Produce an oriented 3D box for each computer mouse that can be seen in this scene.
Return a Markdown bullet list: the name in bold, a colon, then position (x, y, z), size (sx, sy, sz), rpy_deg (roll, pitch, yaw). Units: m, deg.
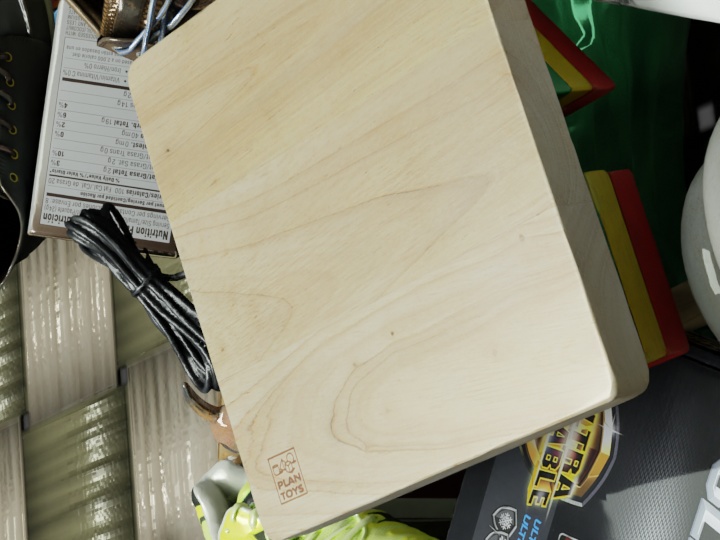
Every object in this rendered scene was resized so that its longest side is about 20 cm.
- **computer mouse**: position (-0.054, -0.021, 1.121), size (0.110, 0.044, 0.200), rpy_deg (54, 136, 3)

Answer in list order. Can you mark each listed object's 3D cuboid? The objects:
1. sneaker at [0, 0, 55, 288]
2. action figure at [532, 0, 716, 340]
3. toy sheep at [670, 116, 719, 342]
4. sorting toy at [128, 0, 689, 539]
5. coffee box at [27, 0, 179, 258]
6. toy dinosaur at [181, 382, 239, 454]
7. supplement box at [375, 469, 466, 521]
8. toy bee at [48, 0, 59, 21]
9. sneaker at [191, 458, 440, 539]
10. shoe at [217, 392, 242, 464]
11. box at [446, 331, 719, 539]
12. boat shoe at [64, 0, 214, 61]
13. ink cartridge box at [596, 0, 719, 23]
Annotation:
- **sneaker**: position (-0.194, -0.091, 1.273), size (0.106, 0.075, 0.200), rpy_deg (-90, -10, -71)
- **action figure**: position (0.113, -0.035, 1.002), size (0.118, 0.055, 0.200), rpy_deg (-33, 59, 48)
- **toy sheep**: position (0.175, -0.021, 0.844), size (0.200, 0.138, 0.138), rpy_deg (-38, 56, 50)
- **sorting toy**: position (0.020, -0.024, 0.920), size (0.200, 0.070, 0.199), rpy_deg (-28, 75, 47)
- **coffee box**: position (-0.112, -0.112, 1.284), size (0.113, 0.080, 0.200), rpy_deg (-67, -14, -84)
- **toy dinosaur**: position (0.000, 0.000, 1.036), size (0.086, 0.136, 0.200), rpy_deg (-61, -18, -78)
- **supplement box**: position (0.011, 0.006, 1.143), size (0.109, 0.061, 0.200), rpy_deg (17, 101, 55)
- **toy bee**: position (-0.167, -0.199, 1.395), size (0.109, 0.131, 0.200), rpy_deg (-42, 37, 15)
- **sneaker**: position (-0.022, 0.125, 1.064), size (0.075, 0.076, 0.200), rpy_deg (-47, 17, -20)
- **shoe**: position (-0.048, 0.001, 1.250), size (0.070, 0.053, 0.200), rpy_deg (93, 175, -73)
- **box**: position (0.119, 0.128, 0.918), size (0.198, 0.050, 0.200), rpy_deg (23, 101, 39)
- **boat shoe**: position (-0.089, -0.119, 1.148), size (0.200, 0.072, 0.072), rpy_deg (31, 112, 31)
- **ink cartridge box**: position (0.132, -0.156, 0.889), size (0.200, 0.146, 0.085), rpy_deg (22, 134, 54)
